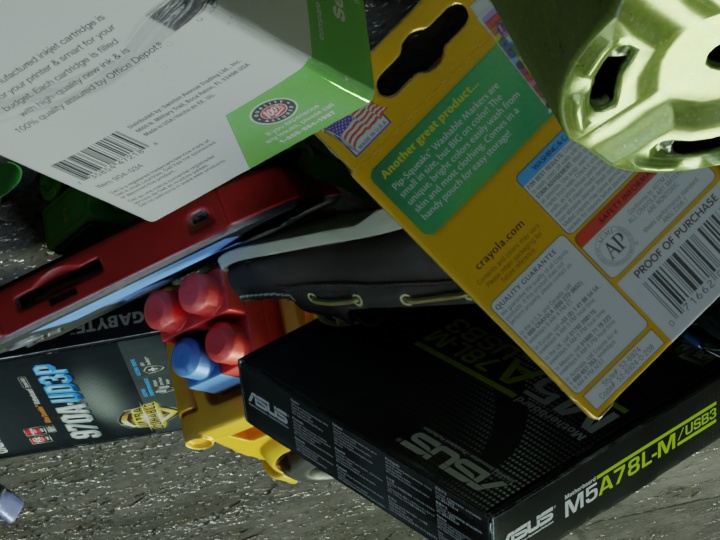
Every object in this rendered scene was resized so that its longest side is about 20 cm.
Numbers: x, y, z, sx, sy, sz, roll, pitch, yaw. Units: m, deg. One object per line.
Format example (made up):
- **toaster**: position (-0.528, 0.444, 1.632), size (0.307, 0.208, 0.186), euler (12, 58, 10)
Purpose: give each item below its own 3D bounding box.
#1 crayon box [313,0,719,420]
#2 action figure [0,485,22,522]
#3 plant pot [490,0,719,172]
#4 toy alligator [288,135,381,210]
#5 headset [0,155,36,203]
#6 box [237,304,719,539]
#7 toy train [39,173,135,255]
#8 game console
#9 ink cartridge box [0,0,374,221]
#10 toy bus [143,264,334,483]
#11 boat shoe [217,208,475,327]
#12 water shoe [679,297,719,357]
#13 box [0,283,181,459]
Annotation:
- **crayon box**: position (0.083, -0.046, 0.974), size (0.126, 0.200, 0.052), euler (-44, -167, 4)
- **action figure**: position (-0.320, 0.143, 1.370), size (0.192, 0.105, 0.200), euler (-3, 146, 41)
- **plant pot**: position (0.104, -0.144, 0.742), size (0.198, 0.191, 0.201), euler (-12, 150, -7)
- **toy alligator**: position (0.007, -0.064, 1.137), size (0.199, 0.059, 0.055), euler (26, 95, -47)
- **headset**: position (-0.243, -0.035, 1.031), size (0.123, 0.095, 0.199), euler (-23, 166, 29)
- **box**: position (0.070, 0.061, 1.089), size (0.192, 0.199, 0.048), euler (-24, 125, -33)
- **toy train**: position (-0.108, -0.063, 1.071), size (0.041, 0.057, 0.200), euler (7, 153, -36)
- **game console**: position (-0.113, -0.003, 1.146), size (0.199, 0.031, 0.177), euler (-25, 174, 9)
- **ink cartridge box**: position (-0.113, -0.111, 0.890), size (0.145, 0.085, 0.199), euler (-25, 147, 32)
- **toy bus**: position (-0.027, 0.033, 1.230), size (0.199, 0.137, 0.191), euler (-23, 157, 28)
- **boat shoe**: position (0.000, 0.000, 1.082), size (0.071, 0.061, 0.200), euler (-20, -175, -42)
- **water shoe**: position (0.170, 0.007, 1.047), size (0.198, 0.080, 0.071), euler (-14, 155, 18)
- **box**: position (-0.189, 0.065, 1.364), size (0.157, 0.046, 0.200), euler (-9, 159, -2)
